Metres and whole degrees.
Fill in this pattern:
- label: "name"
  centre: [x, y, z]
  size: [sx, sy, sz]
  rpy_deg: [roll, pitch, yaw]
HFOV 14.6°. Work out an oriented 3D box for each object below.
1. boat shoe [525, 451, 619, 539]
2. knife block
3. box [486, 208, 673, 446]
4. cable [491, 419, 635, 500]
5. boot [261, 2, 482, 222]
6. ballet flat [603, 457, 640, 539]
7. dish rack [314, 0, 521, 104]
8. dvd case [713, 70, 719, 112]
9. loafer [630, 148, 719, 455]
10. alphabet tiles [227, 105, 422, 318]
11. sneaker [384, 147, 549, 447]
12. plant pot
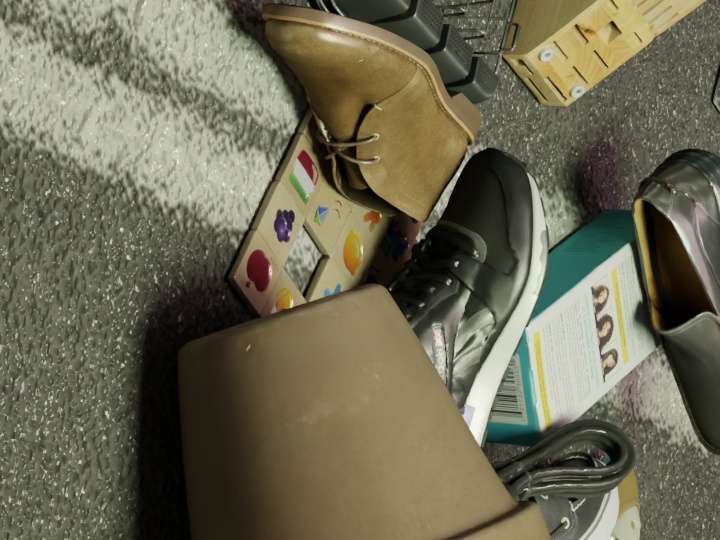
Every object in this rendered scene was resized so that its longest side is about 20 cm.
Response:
- label: "boat shoe"
  centre: [0.092, 0.156, 1.698]
  size: [0.200, 0.070, 0.067]
  rpy_deg: [-38, 126, -41]
- label: "knife block"
  centre: [0.151, -0.225, 1.772]
  size: [0.200, 0.176, 0.064]
  rpy_deg: [-37, 139, 7]
- label: "box"
  centre: [0.136, 0.033, 1.766]
  size: [0.200, 0.049, 0.083]
  rpy_deg: [-35, 122, -51]
- label: "cable"
  centre: [0.076, 0.136, 1.648]
  size: [0.200, 0.097, 0.050]
  rpy_deg: [-31, 156, -45]
- label: "boot"
  centre: [0.003, -0.085, 1.521]
  size: [0.200, 0.073, 0.076]
  rpy_deg: [36, 72, -55]
- label: "ballet flat"
  centre: [0.141, 0.191, 1.770]
  size: [0.200, 0.063, 0.069]
  rpy_deg: [-44, 154, -44]
- label: "dish rack"
  centre: [0.049, -0.206, 1.607]
  size: [0.153, 0.054, 0.201]
  rpy_deg: [44, 54, -51]
- label: "dvd case"
  centre: [0.319, -0.141, 2.074]
  size: [0.200, 0.016, 0.150]
  rpy_deg: [44, 56, -51]
- label: "loafer"
  centre: [0.208, 0.028, 1.778]
  size: [0.072, 0.073, 0.201]
  rpy_deg: [-26, 106, -45]
- label: "alphabet tiles"
  centre: [0.000, 0.000, 1.588]
  size: [0.200, 0.008, 0.168]
  rpy_deg: [58, 46, -43]
- label: "sneaker"
  centre: [0.040, 0.026, 1.558]
  size: [0.087, 0.076, 0.201]
  rpy_deg: [14, 91, -39]
- label: "plant pot"
  centre: [-0.015, 0.105, 1.433]
  size: [0.200, 0.199, 0.176]
  rpy_deg: [-15, 86, -56]
